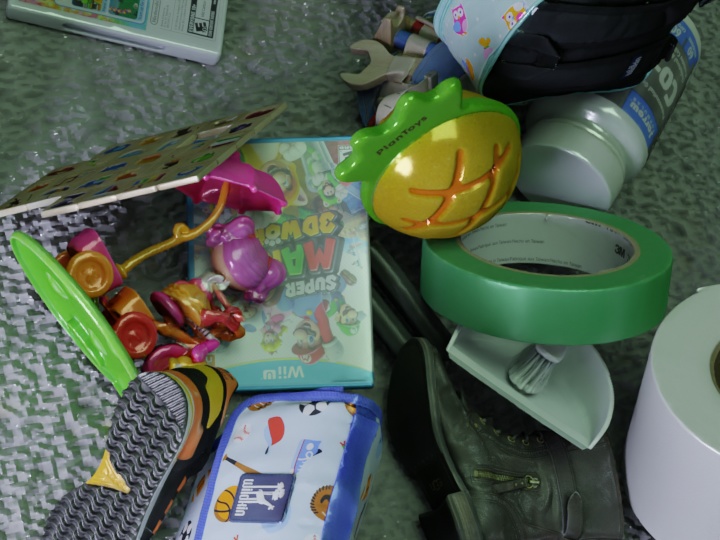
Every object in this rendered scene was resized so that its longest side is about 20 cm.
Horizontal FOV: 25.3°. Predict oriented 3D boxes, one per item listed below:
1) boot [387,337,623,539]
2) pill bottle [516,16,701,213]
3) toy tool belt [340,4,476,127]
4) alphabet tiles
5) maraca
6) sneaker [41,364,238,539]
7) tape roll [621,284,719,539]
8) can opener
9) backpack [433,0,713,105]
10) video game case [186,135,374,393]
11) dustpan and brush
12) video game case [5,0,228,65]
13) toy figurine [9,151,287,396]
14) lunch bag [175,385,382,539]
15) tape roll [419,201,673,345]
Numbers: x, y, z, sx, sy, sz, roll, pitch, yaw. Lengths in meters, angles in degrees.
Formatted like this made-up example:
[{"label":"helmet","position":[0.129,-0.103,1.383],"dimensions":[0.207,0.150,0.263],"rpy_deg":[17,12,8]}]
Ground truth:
[{"label":"boot","position":[0.121,0.141,1.273],"dimensions":[0.174,0.069,0.200],"rpy_deg":[-8,78,-30]},{"label":"pill bottle","position":[0.215,-0.145,1.415],"dimensions":[0.114,0.114,0.200],"rpy_deg":[33,60,-2]},{"label":"toy tool belt","position":[0.047,-0.164,1.378],"dimensions":[0.123,0.125,0.200],"rpy_deg":[25,49,33]},{"label":"alphabet tiles","position":[-0.171,-0.077,1.199],"dimensions":[0.167,0.200,0.008],"rpy_deg":[-51,125,-59]},{"label":"maraca","position":[0.054,-0.087,1.224],"dimensions":[0.137,0.200,0.107],"rpy_deg":[-41,65,10]},{"label":"sneaker","position":[-0.147,0.148,1.121],"dimensions":[0.070,0.200,0.090],"rpy_deg":[42,27,22]},{"label":"tape roll","position":[0.317,0.127,1.268],"dimensions":[0.202,0.139,0.203],"rpy_deg":[2,44,-2]},{"label":"can opener","position":[0.000,0.000,1.305],"dimensions":[0.053,0.067,0.200],"rpy_deg":[-38,95,-9]},{"label":"backpack","position":[0.157,-0.221,1.267],"dimensions":[0.200,0.176,0.153],"rpy_deg":[-22,70,-33]},{"label":"video game case","position":[-0.064,-0.005,1.253],"dimensions":[0.143,0.018,0.200],"rpy_deg":[-2,79,-1]},{"label":"dustpan and brush","position":[0.155,0.057,1.306],"dimensions":[0.140,0.057,0.200],"rpy_deg":[35,19,3]},{"label":"video game case","position":[-0.200,-0.284,1.386],"dimensions":[0.182,0.024,0.200],"rpy_deg":[11,63,-14]},{"label":"toy figurine","position":[-0.126,0.001,1.190],"dimensions":[0.184,0.150,0.200],"rpy_deg":[-38,104,-17]},{"label":"lunch bag","position":[-0.058,0.184,1.102],"dimensions":[0.124,0.200,0.170],"rpy_deg":[24,60,-17]},{"label":"tape roll","position":[0.148,-0.001,1.287],"dimensions":[0.200,0.048,0.200],"rpy_deg":[2,21,-1]}]
